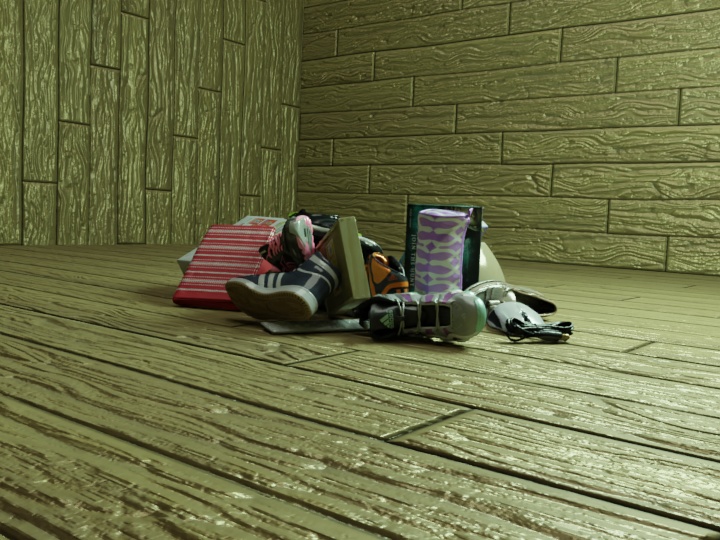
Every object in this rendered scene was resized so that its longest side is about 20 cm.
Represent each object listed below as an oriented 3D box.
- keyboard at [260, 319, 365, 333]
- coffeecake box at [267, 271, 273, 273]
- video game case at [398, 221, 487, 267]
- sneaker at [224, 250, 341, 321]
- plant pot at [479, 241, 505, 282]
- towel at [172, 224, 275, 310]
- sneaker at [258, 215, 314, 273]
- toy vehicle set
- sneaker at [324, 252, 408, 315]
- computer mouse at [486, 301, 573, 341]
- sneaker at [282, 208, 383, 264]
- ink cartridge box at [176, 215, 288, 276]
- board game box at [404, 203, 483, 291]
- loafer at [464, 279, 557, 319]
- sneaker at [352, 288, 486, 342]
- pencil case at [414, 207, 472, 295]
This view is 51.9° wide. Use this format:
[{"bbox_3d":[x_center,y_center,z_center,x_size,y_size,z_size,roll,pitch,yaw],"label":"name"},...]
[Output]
[{"bbox_3d":[-0.049,0.084,1.130,0.200,0.011,0.056,0,5,-27],"label":"keyboard"},{"bbox_3d":[-0.156,0.008,1.665,0.153,0.073,0.200,8,8,44],"label":"coffeecake box"},{"bbox_3d":[0.156,-0.028,1.555,0.181,0.200,0.045,-2,41,-51],"label":"video game case"},{"bbox_3d":[-0.117,0.021,1.156,0.200,0.070,0.109,5,39,43],"label":"sneaker"},{"bbox_3d":[0.192,0.009,1.440,0.200,0.135,0.200,3,4,0],"label":"plant pot"},{"bbox_3d":[-0.248,-0.010,1.365,0.144,0.023,0.200,3,47,16],"label":"towel"},{"bbox_3d":[-0.123,-0.034,1.229,0.095,0.079,0.200,0,-18,-2],"label":"sneaker"},{"bbox_3d":[-0.032,-0.001,1.181,0.026,0.124,0.200,-9,-8,-15],"label":"toy vehicle set"},{"bbox_3d":[0.014,0.023,1.290,0.078,0.112,0.200,-1,5,-45],"label":"sneaker"},{"bbox_3d":[0.254,0.077,1.178,0.110,0.044,0.200,1,5,-9],"label":"computer mouse"},{"bbox_3d":[-0.046,-0.071,1.329,0.200,0.072,0.083,17,53,16],"label":"sneaker"},{"bbox_3d":[-0.237,-0.029,1.508,0.175,0.084,0.200,7,35,45],"label":"ink cartridge box"},{"bbox_3d":[0.145,-0.017,1.313,0.135,0.200,0.028,2,8,5],"label":"board game box"},{"bbox_3d":[0.266,0.056,1.308,0.200,0.072,0.063,3,7,-36],"label":"loafer"},{"bbox_3d":[0.068,0.069,1.045,0.140,0.078,0.200,-3,-3,-38],"label":"sneaker"},{"bbox_3d":[0.128,0.000,1.167,0.085,0.200,0.084,6,16,22],"label":"pencil case"}]
